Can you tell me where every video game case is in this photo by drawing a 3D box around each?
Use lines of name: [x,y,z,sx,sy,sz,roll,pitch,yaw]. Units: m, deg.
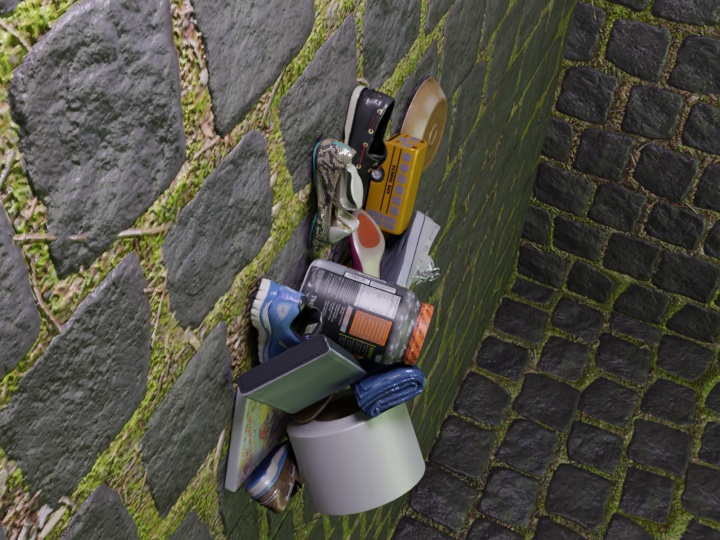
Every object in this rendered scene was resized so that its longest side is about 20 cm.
video game case: [-0.149,0.219,1.299,0.182,0.023,0.201,-44,150,-57]

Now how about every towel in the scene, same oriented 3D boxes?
towel: [0.038,0.172,1.324,0.200,0.111,0.049,-141,-153,-81]

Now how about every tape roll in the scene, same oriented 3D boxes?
tape roll: [-0.007,0.288,1.359,0.203,0.201,0.140,-36,110,-63]

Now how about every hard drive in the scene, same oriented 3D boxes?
hard drive: [-0.080,0.155,1.206,0.139,0.033,0.200,-28,159,6]

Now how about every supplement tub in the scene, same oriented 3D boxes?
supplement tub: [0.003,0.068,1.266,0.123,0.199,0.123,20,90,-87]

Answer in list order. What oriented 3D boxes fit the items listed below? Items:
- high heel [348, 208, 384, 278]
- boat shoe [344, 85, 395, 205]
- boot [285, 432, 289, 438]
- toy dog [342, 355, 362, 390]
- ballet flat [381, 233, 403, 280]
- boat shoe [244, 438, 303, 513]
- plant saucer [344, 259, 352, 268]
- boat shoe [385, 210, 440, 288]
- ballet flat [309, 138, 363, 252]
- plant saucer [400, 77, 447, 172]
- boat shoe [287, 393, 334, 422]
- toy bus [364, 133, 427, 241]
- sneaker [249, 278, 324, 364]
high heel: [0.000,0.000,1.392,0.096,0.067,0.201,-34,-116,53]
boat shoe: [0.007,-0.177,1.261,0.074,0.063,0.203,-50,156,-55]
boot: [-0.056,0.303,1.500,0.070,0.131,0.200,-65,165,-13]
toy dog: [0.041,0.147,1.546,0.131,0.096,0.201,16,91,-45]
ballet flat: [0.068,-0.023,1.515,0.073,0.072,0.201,88,16,-54]
boat shoe: [-0.134,0.336,1.331,0.072,0.073,0.200,-38,-178,11]
plant saucer: [-0.022,0.054,1.494,0.200,0.035,0.201,21,90,-75]
boat shoe: [0.103,-0.008,1.448,0.075,0.086,0.203,-51,-164,50]
ballet flat: [-0.034,-0.096,1.197,0.068,0.075,0.201,-54,158,-45]
plant saucer: [0.122,-0.260,1.560,0.200,0.035,0.202,20,90,-74]
boat shoe: [-0.055,0.165,1.370,0.201,0.072,0.065,-64,161,-21]
toy bus: [0.054,-0.134,1.437,0.065,0.078,0.201,-44,150,-57]
sneaker: [-0.098,0.090,1.173,0.200,0.088,0.079,85,21,-59]
